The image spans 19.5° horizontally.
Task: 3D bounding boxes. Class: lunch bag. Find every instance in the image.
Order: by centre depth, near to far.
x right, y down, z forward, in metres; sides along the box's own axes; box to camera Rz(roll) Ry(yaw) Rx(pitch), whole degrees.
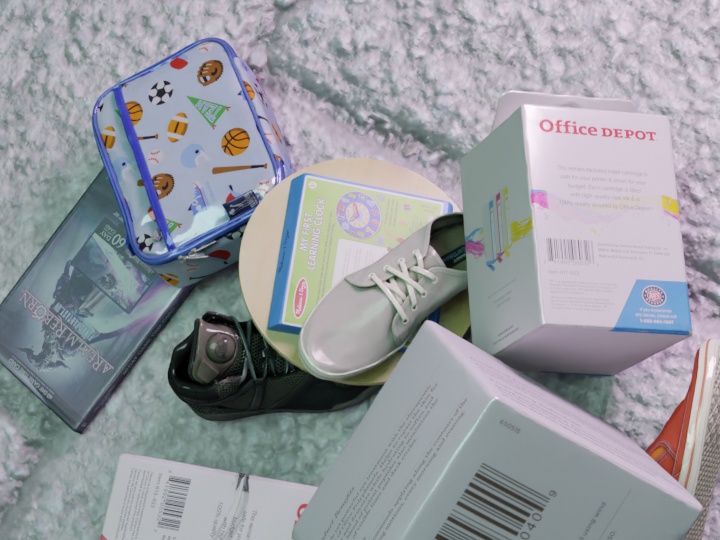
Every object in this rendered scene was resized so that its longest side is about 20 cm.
[{"bbox_3d":[-0.144,-0.089,1.802,0.160,0.076,0.200,-25,60,8],"label":"lunch bag"}]

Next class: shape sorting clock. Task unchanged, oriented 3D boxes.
[{"bbox_3d":[0.000,0.000,1.706,0.200,0.039,0.200,4,66,-9],"label":"shape sorting clock"}]

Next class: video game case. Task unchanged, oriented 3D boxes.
[{"bbox_3d":[-0.234,0.023,1.849,0.143,0.019,0.200,38,91,27],"label":"video game case"}]

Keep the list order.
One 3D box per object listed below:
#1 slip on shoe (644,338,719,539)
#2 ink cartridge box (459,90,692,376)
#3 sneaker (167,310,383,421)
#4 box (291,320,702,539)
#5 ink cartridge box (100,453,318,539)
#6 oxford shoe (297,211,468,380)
[{"bbox_3d":[0.237,0.146,1.587,0.061,0.074,0.200,15,86,29],"label":"slip on shoe"},{"bbox_3d":[0.161,-0.033,1.611,0.128,0.125,0.200,4,71,-21],"label":"ink cartridge box"},{"bbox_3d":[-0.067,0.074,1.712,0.199,0.114,0.076,-9,72,16],"label":"sneaker"},{"bbox_3d":[0.094,0.183,1.524,0.199,0.200,0.171,-58,23,7],"label":"box"},{"bbox_3d":[-0.108,0.238,1.698,0.200,0.084,0.145,7,78,26],"label":"ink cartridge box"},{"bbox_3d":[0.032,0.014,1.654,0.200,0.058,0.075,-34,79,-20],"label":"oxford shoe"}]
